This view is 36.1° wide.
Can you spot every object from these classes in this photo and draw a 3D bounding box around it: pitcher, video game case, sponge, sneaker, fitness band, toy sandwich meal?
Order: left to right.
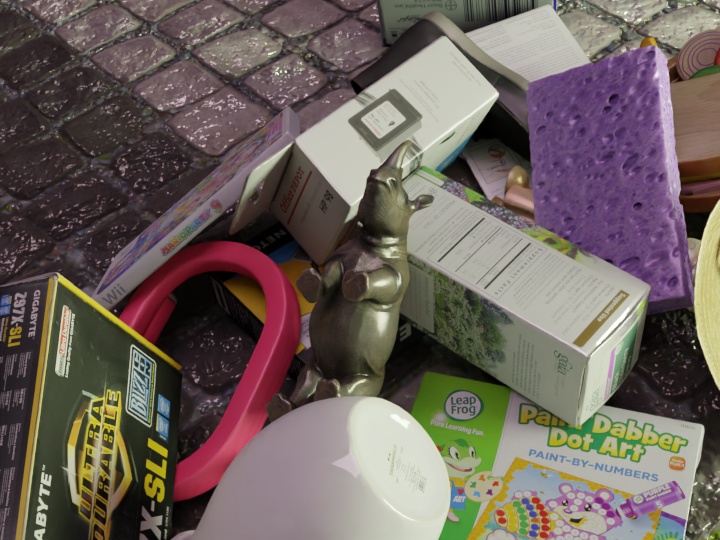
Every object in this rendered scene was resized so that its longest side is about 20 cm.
[{"bbox_3d":[-0.124,0.072,0.820,0.143,0.037,0.201,13,69,28],"label":"fitness band"},{"bbox_3d":[-0.128,-0.053,0.889,0.200,0.018,0.143,-40,15,8],"label":"video game case"},{"bbox_3d":[-0.041,0.147,0.682,0.200,0.121,0.172,-40,22,29],"label":"pitcher"},{"bbox_3d":[0.087,-0.130,0.961,0.106,0.075,0.200,-39,61,-11],"label":"sneaker"},{"bbox_3d":[0.184,-0.063,0.835,0.111,0.030,0.201,-14,67,34],"label":"sponge"},{"bbox_3d":[0.285,-0.132,0.881,0.204,0.070,0.206,-20,45,21],"label":"toy sandwich meal"}]

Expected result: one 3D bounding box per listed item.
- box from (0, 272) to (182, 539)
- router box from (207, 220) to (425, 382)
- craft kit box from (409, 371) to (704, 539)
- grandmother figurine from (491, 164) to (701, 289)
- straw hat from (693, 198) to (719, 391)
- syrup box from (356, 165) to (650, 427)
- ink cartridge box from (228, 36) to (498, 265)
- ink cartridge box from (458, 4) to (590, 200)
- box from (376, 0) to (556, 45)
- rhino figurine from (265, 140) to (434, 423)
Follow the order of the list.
[{"bbox_3d":[-0.174,0.127,0.692,0.049,0.160,0.201,-10,60,16],"label":"box"},{"bbox_3d":[0.000,0.000,0.894,0.200,0.051,0.149,-34,52,-22],"label":"router box"},{"bbox_3d":[0.109,0.170,0.721,0.199,0.049,0.198,9,46,17],"label":"craft kit box"},{"bbox_3d":[0.198,-0.021,0.878,0.199,0.061,0.122,19,66,27],"label":"grandmother figurine"},{"bbox_3d":[0.287,0.013,0.783,0.200,0.202,0.085,-29,15,-18],"label":"straw hat"},{"bbox_3d":[0.097,0.014,0.782,0.199,0.079,0.081,30,57,29],"label":"syrup box"},{"bbox_3d":[0.001,-0.079,0.844,0.200,0.116,0.067,-38,82,-24],"label":"ink cartridge box"},{"bbox_3d":[0.151,-0.142,1.027,0.161,0.050,0.201,-21,65,-11],"label":"ink cartridge box"},{"bbox_3d":[0.119,-0.336,1.163,0.183,0.105,0.201,2,47,12],"label":"box"},{"bbox_3d":[0.000,0.010,0.731,0.060,0.201,0.087,21,11,24],"label":"rhino figurine"}]
